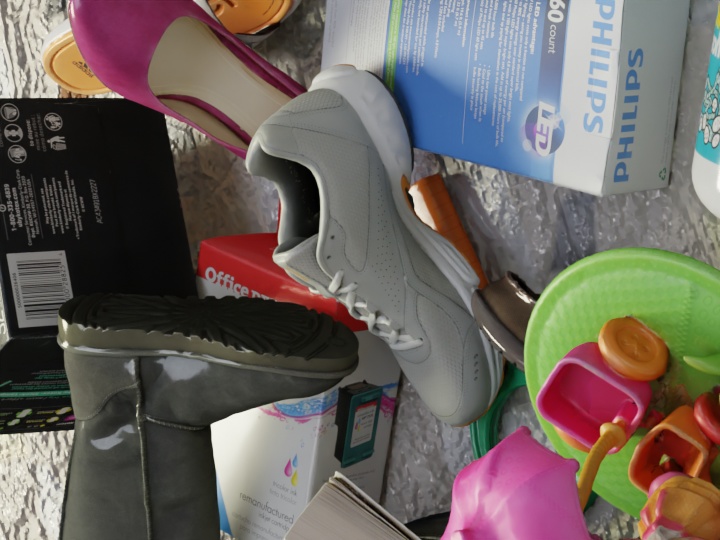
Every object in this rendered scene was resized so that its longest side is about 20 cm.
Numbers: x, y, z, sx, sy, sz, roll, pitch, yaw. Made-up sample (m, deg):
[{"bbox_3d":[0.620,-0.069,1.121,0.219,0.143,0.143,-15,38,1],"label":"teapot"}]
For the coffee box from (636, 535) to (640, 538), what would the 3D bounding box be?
[{"bbox_3d":[0.141,0.231,1.145,0.044,0.123,0.202,9,103,28],"label":"coffee box"}]

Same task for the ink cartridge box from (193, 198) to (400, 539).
[{"bbox_3d":[-0.039,0.052,1.331,0.116,0.067,0.202,21,109,39],"label":"ink cartridge box"}]

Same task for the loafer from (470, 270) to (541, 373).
[{"bbox_3d":[0.145,0.048,1.166,0.199,0.073,0.071,31,91,26],"label":"loafer"}]

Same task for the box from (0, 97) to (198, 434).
[{"bbox_3d":[-0.196,0.002,1.390,0.200,0.123,0.150,-38,60,56],"label":"box"}]

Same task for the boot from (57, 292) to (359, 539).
[{"bbox_3d":[-0.087,0.115,1.283,0.180,0.073,0.202,6,111,15],"label":"boot"}]

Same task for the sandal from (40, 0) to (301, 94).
[{"bbox_3d":[-0.112,-0.129,1.357,0.206,0.079,0.060,-24,44,41],"label":"sandal"}]

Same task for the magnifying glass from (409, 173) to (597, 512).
[{"bbox_3d":[0.073,0.042,1.260,0.079,0.022,0.201,-36,73,40],"label":"magnifying glass"}]

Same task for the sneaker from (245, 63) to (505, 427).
[{"bbox_3d":[0.000,0.000,1.223,0.075,0.092,0.201,-18,101,52],"label":"sneaker"}]

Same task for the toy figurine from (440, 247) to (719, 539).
[{"bbox_3d":[0.118,0.112,1.021,0.200,0.184,0.151,38,132,10],"label":"toy figurine"}]

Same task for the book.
[{"bbox_3d":[0.012,0.193,1.225,0.133,0.048,0.200,36,156,7],"label":"book"}]

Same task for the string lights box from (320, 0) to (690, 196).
[{"bbox_3d":[0.070,-0.109,1.214,0.199,0.059,0.104,18,108,40],"label":"string lights box"}]

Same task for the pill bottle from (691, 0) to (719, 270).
[{"bbox_3d":[0.210,-0.084,1.050,0.110,0.110,0.202,19,108,40],"label":"pill bottle"}]

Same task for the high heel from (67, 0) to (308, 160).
[{"bbox_3d":[-0.071,-0.096,1.265,0.096,0.200,0.068,24,77,44],"label":"high heel"}]

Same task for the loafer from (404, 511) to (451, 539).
[{"bbox_3d":[0.064,0.170,1.246,0.199,0.072,0.074,-2,95,44],"label":"loafer"}]
